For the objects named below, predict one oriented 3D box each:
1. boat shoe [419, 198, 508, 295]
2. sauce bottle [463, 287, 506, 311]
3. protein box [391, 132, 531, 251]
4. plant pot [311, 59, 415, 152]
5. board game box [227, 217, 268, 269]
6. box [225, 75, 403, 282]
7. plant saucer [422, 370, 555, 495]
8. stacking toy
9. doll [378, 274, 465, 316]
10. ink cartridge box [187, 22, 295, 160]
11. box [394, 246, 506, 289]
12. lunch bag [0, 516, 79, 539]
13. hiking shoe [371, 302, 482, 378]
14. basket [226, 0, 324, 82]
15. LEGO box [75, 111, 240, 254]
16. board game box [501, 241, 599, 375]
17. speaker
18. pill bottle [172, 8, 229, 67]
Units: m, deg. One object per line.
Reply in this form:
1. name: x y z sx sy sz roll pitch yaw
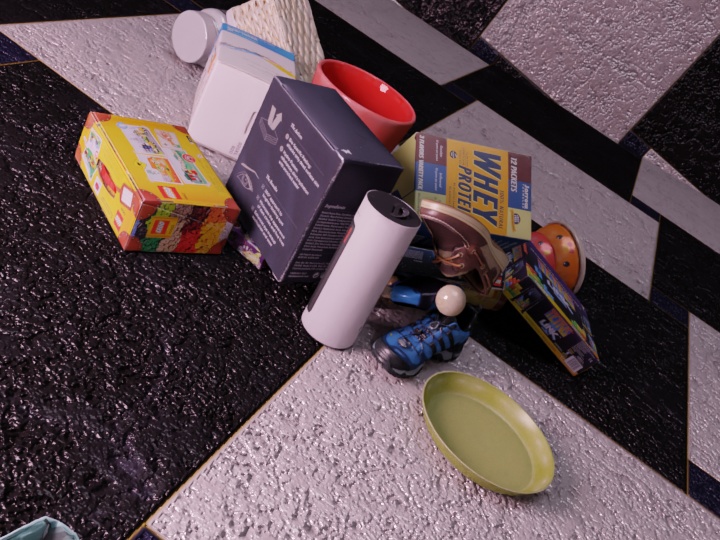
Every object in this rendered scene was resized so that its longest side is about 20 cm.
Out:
1. boat shoe: 0.131 -0.024 1.058 0.071 0.073 0.200 20 -11 37
2. sauce bottle: 0.150 0.013 1.312 0.197 0.067 0.066 16 31 -25
3. protein box: 0.136 -0.104 1.273 0.196 0.198 0.138 8 76 -19
4. plant pot: -0.025 -0.244 1.428 0.198 0.179 0.202 24 28 -14
5. board game box: -0.133 -0.070 1.202 0.119 0.033 0.199 35 28 15
6. box: -0.072 -0.122 1.103 0.116 0.202 0.198 1 40 -42
7. plant saucer: 0.158 0.212 1.031 0.197 0.031 0.201 24 28 -14
8. stacking toy: 0.296 -0.010 1.467 0.196 0.148 0.147 -6 42 -23
9. doll: 0.082 0.031 1.102 0.134 0.050 0.199 -2 3 -26
10. ink cartridge box: -0.201 -0.300 1.375 0.143 0.149 0.201 20 29 -19
11. box: 0.099 -0.007 1.192 0.196 0.038 0.136 10 -3 -15
12. lunch bag: -0.224 0.252 0.428 0.121 0.171 0.201 29 26 -20
13. hiking shoe: 0.089 0.085 1.106 0.074 0.087 0.199 43 30 23
14. basket: -0.153 -0.420 1.546 0.135 0.122 0.204 -18 93 -56
15. LEGO box: -0.274 -0.117 1.079 0.147 0.078 0.201 2 40 -43
16. board game box: 0.314 0.052 1.350 0.200 0.056 0.166 47 25 -18
17. speaker: 0.000 0.000 1.030 0.080 0.202 0.082 23 27 -13
18. pill bottle: -0.271 -0.459 1.599 0.113 0.114 0.199 42 29 20
